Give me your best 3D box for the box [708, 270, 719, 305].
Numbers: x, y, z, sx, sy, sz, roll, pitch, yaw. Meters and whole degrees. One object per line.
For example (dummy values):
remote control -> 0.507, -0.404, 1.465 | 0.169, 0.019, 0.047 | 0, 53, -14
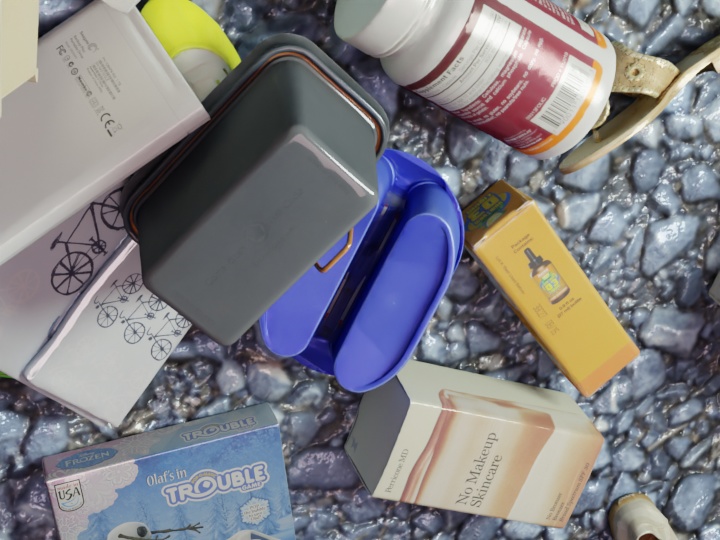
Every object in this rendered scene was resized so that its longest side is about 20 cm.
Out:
box -> 0.464, 0.013, 1.236 | 0.199, 0.200, 0.172 | 19, 105, -24

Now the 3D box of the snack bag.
snack bag -> -0.205, 0.012, 1.072 | 0.189, 0.021, 0.200 | -52, 133, -1

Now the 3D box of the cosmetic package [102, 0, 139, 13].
cosmetic package -> -0.138, -0.284, 0.935 | 0.102, 0.074, 0.200 | 33, 114, -10

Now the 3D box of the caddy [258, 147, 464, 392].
caddy -> 0.000, 0.000, 1.131 | 0.141, 0.105, 0.200 | 27, 105, -4

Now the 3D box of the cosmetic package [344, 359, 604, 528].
cosmetic package -> 0.101, 0.153, 1.243 | 0.199, 0.087, 0.104 | 12, 110, -23

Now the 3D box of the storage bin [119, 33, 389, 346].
storage bin -> -0.067, -0.041, 0.988 | 0.145, 0.134, 0.200 | 40, 106, -22

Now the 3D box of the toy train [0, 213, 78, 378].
toy train -> -0.251, -0.005, 1.080 | 0.056, 0.042, 0.201 | 8, 111, -10

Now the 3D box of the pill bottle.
pill bottle -> 0.087, -0.175, 1.071 | 0.200, 0.114, 0.114 | 26, 104, -26

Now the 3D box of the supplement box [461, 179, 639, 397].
supplement box -> 0.161, 0.016, 1.213 | 0.066, 0.069, 0.200 | -39, 121, 1

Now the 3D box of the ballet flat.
ballet flat -> -0.106, -0.114, 1.061 | 0.067, 0.067, 0.200 | -25, 119, -4

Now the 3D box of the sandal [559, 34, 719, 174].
sandal -> 0.234, -0.166, 1.162 | 0.211, 0.078, 0.070 | -34, 100, -8

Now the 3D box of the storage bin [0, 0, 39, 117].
storage bin -> -0.307, -0.220, 0.895 | 0.198, 0.094, 0.201 | 10, 113, 4

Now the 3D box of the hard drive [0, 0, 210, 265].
hard drive -> -0.222, -0.101, 0.998 | 0.200, 0.132, 0.027 | -35, 155, -1

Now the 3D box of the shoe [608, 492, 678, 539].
shoe -> 0.301, 0.310, 1.402 | 0.070, 0.053, 0.200 | -31, 120, -3

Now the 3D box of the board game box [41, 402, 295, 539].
board game box -> -0.158, 0.231, 1.216 | 0.199, 0.043, 0.200 | -13, 116, -13
